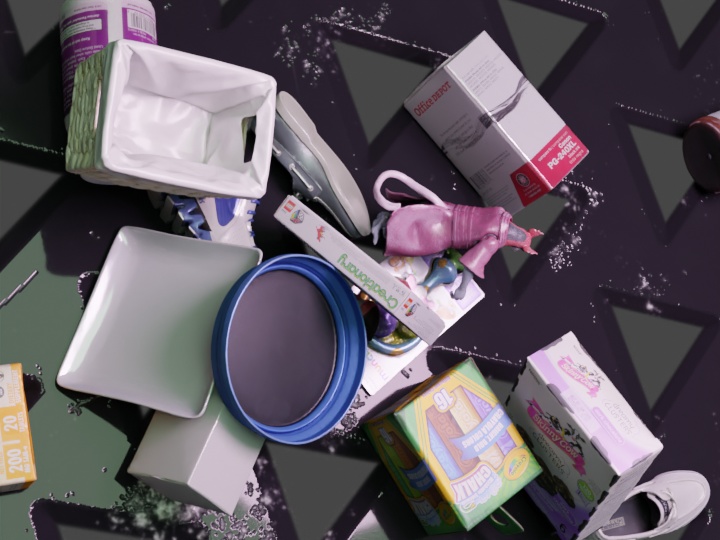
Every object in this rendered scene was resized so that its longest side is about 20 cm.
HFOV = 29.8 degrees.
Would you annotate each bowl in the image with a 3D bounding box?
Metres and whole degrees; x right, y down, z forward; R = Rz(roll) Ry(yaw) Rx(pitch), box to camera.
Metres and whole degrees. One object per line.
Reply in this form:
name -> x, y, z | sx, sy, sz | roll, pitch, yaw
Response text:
bowl -> -0.077, 0.084, 1.455 | 0.199, 0.039, 0.204 | 0, 89, -43

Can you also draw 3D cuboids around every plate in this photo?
plate -> -0.216, 0.057, 1.485 | 0.197, 0.032, 0.202 | 10, 68, 26

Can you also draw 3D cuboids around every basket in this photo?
basket -> -0.205, -0.154, 1.437 | 0.198, 0.123, 0.138 | 10, 84, -36

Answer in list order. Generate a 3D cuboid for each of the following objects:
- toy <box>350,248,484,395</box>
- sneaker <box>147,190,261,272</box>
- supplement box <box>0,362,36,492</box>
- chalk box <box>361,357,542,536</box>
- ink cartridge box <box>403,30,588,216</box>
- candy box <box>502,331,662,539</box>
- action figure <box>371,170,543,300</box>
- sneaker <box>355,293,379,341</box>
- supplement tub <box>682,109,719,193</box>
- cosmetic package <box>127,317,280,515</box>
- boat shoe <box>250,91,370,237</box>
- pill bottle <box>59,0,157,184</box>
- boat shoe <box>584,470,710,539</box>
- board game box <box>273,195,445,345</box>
toy -> 0.054, 0.041, 1.631 | 0.199, 0.047, 0.116 | -39, 90, -25
sneaker -> -0.145, -0.054, 1.563 | 0.115, 0.081, 0.200 | -37, 89, -22
supplement box -> -0.445, 0.175, 1.398 | 0.197, 0.073, 0.128 | -7, 79, -21
chalk box -> 0.115, 0.226, 1.566 | 0.123, 0.125, 0.202 | -31, 87, -24
ink cartridge box -> 0.164, -0.178, 1.673 | 0.083, 0.145, 0.200 | -42, 93, -23
candy box -> 0.241, 0.197, 1.554 | 0.071, 0.201, 0.168 | -25, 64, -24
action figure -> 0.118, -0.058, 1.600 | 0.197, 0.150, 0.135 | 4, 41, 10
sneaker -> -0.068, 0.097, 1.571 | 0.086, 0.074, 0.200 | 37, 74, 27
supplement tub -> 0.542, -0.183, 1.837 | 0.198, 0.107, 0.108 | -22, 85, -24
cosmetic package -> -0.158, 0.153, 1.480 | 0.085, 0.107, 0.202 | 42, 64, -42
boat shoe -> -0.059, -0.118, 1.634 | 0.061, 0.073, 0.201 | -32, 98, 19
pill bottle -> -0.282, -0.205, 1.534 | 0.111, 0.112, 0.203 | 0, 77, -20
boat shoe -> 0.361, 0.299, 1.671 | 0.198, 0.065, 0.075 | -20, 84, -23
board game box -> 0.000, 0.000, 1.531 | 0.199, 0.126, 0.035 | 39, 88, 29
